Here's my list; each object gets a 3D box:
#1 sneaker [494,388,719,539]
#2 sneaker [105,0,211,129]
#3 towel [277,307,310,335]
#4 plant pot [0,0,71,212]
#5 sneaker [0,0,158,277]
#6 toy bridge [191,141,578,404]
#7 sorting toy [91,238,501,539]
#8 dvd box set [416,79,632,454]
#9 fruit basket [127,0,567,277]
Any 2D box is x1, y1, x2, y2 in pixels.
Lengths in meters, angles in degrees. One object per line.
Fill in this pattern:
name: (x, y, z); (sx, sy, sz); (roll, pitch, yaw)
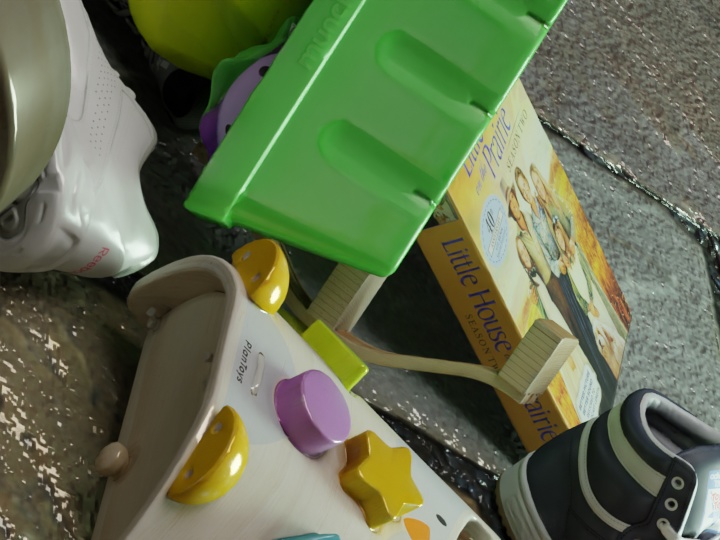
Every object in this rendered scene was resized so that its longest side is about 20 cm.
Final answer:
sneaker: (0.150, 0.149, 1.212); (0.070, 0.108, 0.200); (-5, 59, -54)
sneaker: (-0.098, -0.134, 1.246); (0.200, 0.075, 0.116); (32, 36, -29)
towel: (-0.033, 0.089, 1.135); (0.086, 0.018, 0.200); (31, 33, -38)
plant pot: (-0.226, -0.053, 0.896); (0.200, 0.200, 0.174); (45, 47, -8)
sneaker: (-0.135, -0.077, 1.143); (0.099, 0.078, 0.200); (23, 47, -49)
toy bridge: (0.000, 0.000, 1.206); (0.200, 0.067, 0.027); (37, 10, 17)
sorting toy: (-0.014, 0.099, 1.045); (0.180, 0.107, 0.200); (38, 36, -22)
dvd box set: (0.075, -0.014, 1.300); (0.200, 0.029, 0.146); (62, 26, -25)
fruit basket: (-0.029, -0.115, 1.148); (0.216, 0.216, 0.156); (49, -2, 0)
